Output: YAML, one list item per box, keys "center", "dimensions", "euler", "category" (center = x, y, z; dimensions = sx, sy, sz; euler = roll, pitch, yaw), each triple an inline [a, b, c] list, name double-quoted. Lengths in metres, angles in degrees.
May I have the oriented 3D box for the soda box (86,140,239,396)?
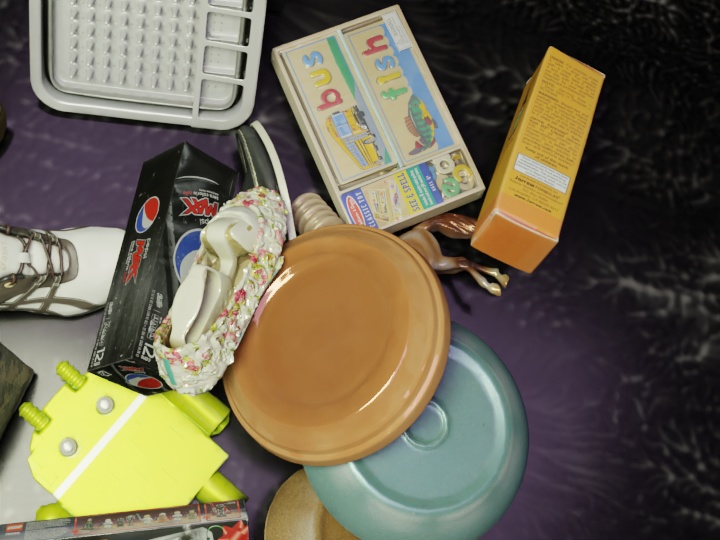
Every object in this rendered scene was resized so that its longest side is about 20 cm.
- center: [-0.162, -0.002, 1.043]
  dimensions: [0.063, 0.070, 0.202]
  euler: [29, 59, -36]
  category: "soda box"

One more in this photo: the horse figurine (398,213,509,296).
- center: [0.054, 0.017, 1.098]
  dimensions: [0.131, 0.050, 0.201]
  euler: [26, 60, 8]
  category: "horse figurine"

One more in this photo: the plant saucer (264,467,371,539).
- center: [0.016, 0.236, 1.014]
  dimensions: [0.198, 0.035, 0.202]
  euler: [23, 43, -23]
  category: "plant saucer"

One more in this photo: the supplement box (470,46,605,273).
- center: [0.161, -0.102, 1.118]
  dimensions: [0.068, 0.067, 0.202]
  euler: [23, 59, -5]
  category: "supplement box"

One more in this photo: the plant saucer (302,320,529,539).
- center: [0.049, 0.127, 1.010]
  dimensions: [0.197, 0.036, 0.203]
  euler: [4, 71, -12]
  category: "plant saucer"

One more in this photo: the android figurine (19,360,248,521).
- center: [-0.197, 0.162, 1.052]
  dimensions: [0.200, 0.041, 0.182]
  euler: [43, 76, -1]
  category: "android figurine"

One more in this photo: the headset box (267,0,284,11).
- center: [-0.137, -0.315, 1.072]
  dimensions: [0.172, 0.200, 0.094]
  euler: [5, 77, -8]
  category: "headset box"

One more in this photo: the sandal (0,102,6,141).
- center: [-0.385, -0.080, 1.052]
  dimensions: [0.054, 0.082, 0.201]
  euler: [35, 77, 16]
  category: "sandal"

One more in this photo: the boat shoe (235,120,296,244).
- center: [-0.090, -0.032, 1.090]
  dimensions: [0.067, 0.072, 0.203]
  euler: [-8, 83, -11]
  category: "boat shoe"

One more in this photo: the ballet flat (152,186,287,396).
- center: [-0.109, 0.003, 0.986]
  dimensions: [0.075, 0.064, 0.202]
  euler: [2, 57, 24]
  category: "ballet flat"

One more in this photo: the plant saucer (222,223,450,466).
- center: [-0.027, 0.053, 0.990]
  dimensions: [0.198, 0.037, 0.203]
  euler: [-9, 65, 20]
  category: "plant saucer"

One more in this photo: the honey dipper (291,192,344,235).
- center: [0.000, 0.000, 1.057]
  dimensions: [0.038, 0.038, 0.200]
  euler: [-31, 48, -13]
  category: "honey dipper"

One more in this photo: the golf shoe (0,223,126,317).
- center: [-0.275, -0.001, 1.044]
  dimensions: [0.197, 0.095, 0.079]
  euler: [-10, 79, -12]
  category: "golf shoe"

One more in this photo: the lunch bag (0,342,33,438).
- center: [-0.354, 0.136, 0.963]
  dimensions: [0.116, 0.164, 0.202]
  euler: [18, 75, 5]
  category: "lunch bag"

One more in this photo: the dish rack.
- center: [-0.185, -0.212, 1.082]
  dimensions: [0.197, 0.173, 0.044]
  euler: [5, 40, -8]
  category: "dish rack"

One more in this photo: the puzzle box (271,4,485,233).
- center: [0.014, -0.135, 1.138]
  dimensions: [0.132, 0.025, 0.202]
  euler: [-22, 76, -12]
  category: "puzzle box"

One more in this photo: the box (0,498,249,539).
- center: [-0.186, 0.264, 1.005]
  dimensions: [0.197, 0.040, 0.139]
  euler: [-5, 106, -9]
  category: "box"
